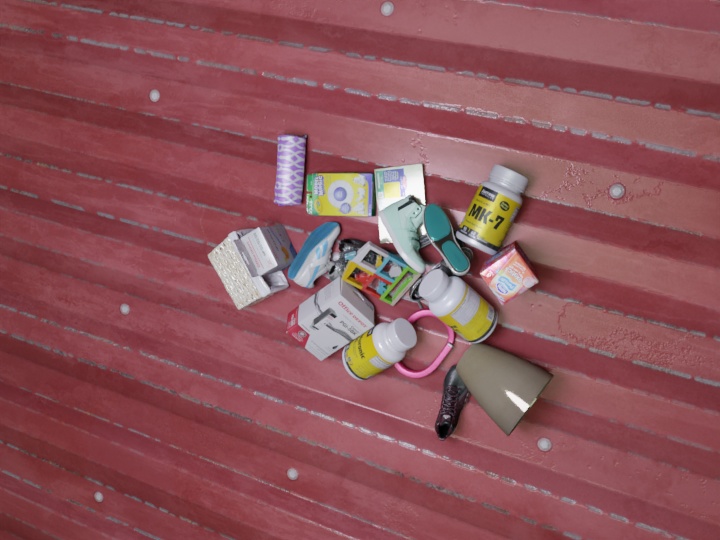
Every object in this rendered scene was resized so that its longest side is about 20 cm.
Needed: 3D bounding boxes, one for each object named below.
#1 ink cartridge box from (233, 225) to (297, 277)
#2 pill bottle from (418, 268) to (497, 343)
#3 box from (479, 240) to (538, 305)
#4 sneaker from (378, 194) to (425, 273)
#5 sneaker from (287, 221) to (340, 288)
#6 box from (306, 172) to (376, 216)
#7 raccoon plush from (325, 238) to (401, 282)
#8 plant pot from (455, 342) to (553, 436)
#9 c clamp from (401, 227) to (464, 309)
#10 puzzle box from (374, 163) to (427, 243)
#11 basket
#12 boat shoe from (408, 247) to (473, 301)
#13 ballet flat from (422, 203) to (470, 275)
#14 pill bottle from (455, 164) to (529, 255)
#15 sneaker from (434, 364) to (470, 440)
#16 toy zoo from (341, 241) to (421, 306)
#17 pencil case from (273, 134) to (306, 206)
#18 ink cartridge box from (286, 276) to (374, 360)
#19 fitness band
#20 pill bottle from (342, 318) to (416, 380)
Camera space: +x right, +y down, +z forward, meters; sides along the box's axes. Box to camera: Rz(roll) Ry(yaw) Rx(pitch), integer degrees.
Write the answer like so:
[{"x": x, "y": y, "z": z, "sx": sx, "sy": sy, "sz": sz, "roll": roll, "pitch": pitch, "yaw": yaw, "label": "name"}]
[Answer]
[{"x": -0.251, "y": -0.055, "z": 1.532, "sx": 0.068, "sy": 0.200, "sz": 0.116, "roll": -28, "pitch": 89, "yaw": 17, "label": "ink cartridge box"}, {"x": 0.241, "y": 0.086, "z": 1.409, "sx": 0.200, "sy": 0.112, "sz": 0.112, "roll": 38, "pitch": 107, "yaw": -22, "label": "pill bottle"}, {"x": 0.357, "y": 0.002, "z": 1.358, "sx": 0.102, "sy": 0.200, "sz": 0.095, "roll": -37, "pitch": 87, "yaw": 18, "label": "box"}, {"x": 0.139, "y": -0.099, "z": 1.440, "sx": 0.118, "sy": 0.074, "sz": 0.201, "roll": -33, "pitch": 74, "yaw": 16, "label": "sneaker"}, {"x": -0.116, "y": -0.045, "z": 1.563, "sx": 0.201, "sy": 0.081, "sz": 0.076, "roll": -54, "pitch": 36, "yaw": -1, "label": "sneaker"}, {"x": -0.058, "y": -0.207, "z": 1.539, "sx": 0.198, "sy": 0.048, "sz": 0.118, "roll": 3, "pitch": 97, "yaw": 18, "label": "box"}, {"x": 0.000, "y": 0.000, "z": 1.513, "sx": 0.199, "sy": 0.097, "sz": 0.135, "roll": 20, "pitch": 108, "yaw": 25, "label": "raccoon plush"}, {"x": 0.345, "y": 0.275, "z": 1.418, "sx": 0.200, "sy": 0.187, "sz": 0.188, "roll": 37, "pitch": 105, "yaw": 22, "label": "plant pot"}, {"x": 0.195, "y": -0.018, "z": 1.493, "sx": 0.199, "sy": 0.027, "sz": 0.171, "roll": -33, "pitch": 96, "yaw": 20, "label": "c clamp"}, {"x": 0.110, "y": -0.177, "z": 1.502, "sx": 0.132, "sy": 0.025, "sz": 0.202, "roll": -3, "pitch": 95, "yaw": 17, "label": "puzzle box"}, {"x": -0.318, "y": -0.002, "z": 1.593, "sx": 0.123, "sy": 0.135, "sz": 0.201, "roll": -33, "pitch": 86, "yaw": 19, "label": "basket"}, {"x": 0.207, "y": 0.017, "z": 1.454, "sx": 0.200, "sy": 0.057, "sz": 0.067, "roll": -39, "pitch": 94, "yaw": 21, "label": "boat shoe"}, {"x": 0.209, "y": -0.071, "z": 1.410, "sx": 0.069, "sy": 0.069, "sz": 0.201, "roll": -32, "pitch": 71, "yaw": 17, "label": "ballet flat"}, {"x": 0.327, "y": -0.150, "z": 1.394, "sx": 0.114, "sy": 0.114, "sz": 0.201, "roll": 27, "pitch": 100, "yaw": 12, "label": "pill bottle"}, {"x": 0.240, "y": 0.355, "z": 1.478, "sx": 0.075, "sy": 0.115, "sz": 0.202, "roll": 12, "pitch": 100, "yaw": 15, "label": "sneaker"}, {"x": 0.042, "y": 0.005, "z": 1.476, "sx": 0.199, "sy": 0.021, "sz": 0.131, "roll": 27, "pitch": 121, "yaw": -20, "label": "toy zoo"}, {"x": -0.197, "y": -0.277, "z": 1.555, "sx": 0.085, "sy": 0.083, "sz": 0.202, "roll": 13, "pitch": 100, "yaw": 50, "label": "pencil case"}, {"x": -0.080, "y": 0.132, "z": 1.526, "sx": 0.199, "sy": 0.083, "sz": 0.147, "roll": -35, "pitch": 119, "yaw": 22, "label": "ink cartridge box"}, {"x": 0.166, "y": 0.197, "z": 1.523, "sx": 0.143, "sy": 0.037, "sz": 0.201, "roll": 38, "pitch": 104, "yaw": 10, "label": "fitness band"}, {"x": 0.052, "y": 0.205, "z": 1.490, "sx": 0.200, "sy": 0.111, "sz": 0.112, "roll": -37, "pitch": 85, "yaw": 36, "label": "pill bottle"}]
